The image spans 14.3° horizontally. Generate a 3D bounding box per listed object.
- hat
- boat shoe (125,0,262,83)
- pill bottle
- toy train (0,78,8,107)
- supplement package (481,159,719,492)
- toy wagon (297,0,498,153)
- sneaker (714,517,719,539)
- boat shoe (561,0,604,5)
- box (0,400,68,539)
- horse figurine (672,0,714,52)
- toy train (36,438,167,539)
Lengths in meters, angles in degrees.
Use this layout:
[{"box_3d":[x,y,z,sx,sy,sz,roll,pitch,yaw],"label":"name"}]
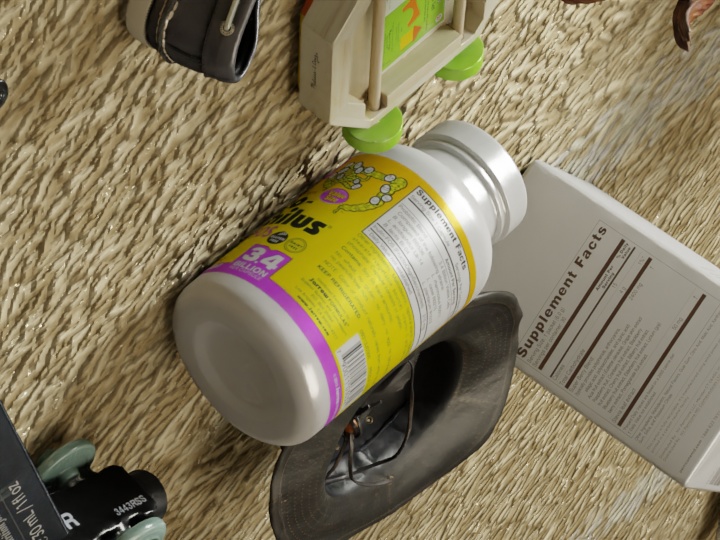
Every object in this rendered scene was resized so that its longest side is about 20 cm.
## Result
[{"box_3d":[0.002,0.071,1.696,0.201,0.081,0.201,-34,147,-26],"label":"hat"},{"box_3d":[-0.022,-0.168,1.319,0.200,0.063,0.073,-50,157,-10],"label":"boat shoe"},{"box_3d":[0.000,0.000,1.553,0.200,0.104,0.104,-39,154,-33],"label":"pill bottle"},{"box_3d":[-0.199,-0.016,1.231,0.046,0.034,0.200,-7,131,-45],"label":"toy train"},{"box_3d":[0.174,0.037,1.823,0.120,0.200,0.121,-57,157,7],"label":"supplement package"},{"box_3d":[0.044,-0.155,1.502,0.200,0.040,0.155,-42,155,-28],"label":"toy wagon"},{"box_3d":[0.358,0.207,2.636,0.087,0.074,0.200,-7,124,-45],"label":"sneaker"},{"box_3d":[0.124,-0.212,1.469,0.068,0.072,0.200,-32,-146,32],"label":"boat shoe"},{"box_3d":[-0.242,0.083,1.129,0.197,0.124,0.200,-35,154,-11],"label":"box"},{"box_3d":[0.238,-0.234,1.758,0.133,0.050,0.200,-17,138,-56],"label":"horse figurine"},{"box_3d":[-0.181,0.163,1.468,0.200,0.085,0.114,-26,154,-49],"label":"toy train"}]
